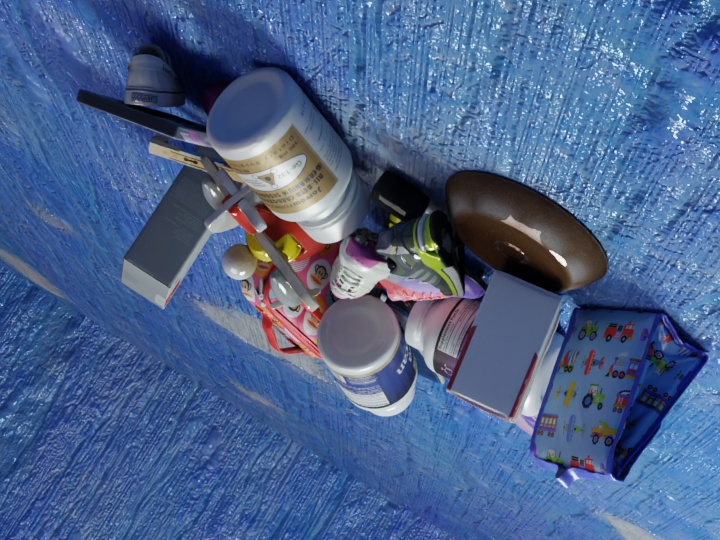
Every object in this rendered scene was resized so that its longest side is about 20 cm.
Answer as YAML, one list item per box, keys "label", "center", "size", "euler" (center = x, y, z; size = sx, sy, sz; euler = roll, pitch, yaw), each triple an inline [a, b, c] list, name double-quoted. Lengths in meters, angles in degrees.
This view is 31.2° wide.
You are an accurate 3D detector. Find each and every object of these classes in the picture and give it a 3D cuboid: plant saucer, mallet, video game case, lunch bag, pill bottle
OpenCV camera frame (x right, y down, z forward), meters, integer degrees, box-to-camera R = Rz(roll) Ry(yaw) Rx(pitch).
- label: "plant saucer"
  center: [0.170, -0.032, 1.392]
  size: [0.199, 0.037, 0.201]
  euler: [30, 164, 9]
- label: "mallet"
  center: [0.050, -0.060, 1.539]
  size: [0.065, 0.041, 0.200]
  euler: [32, 168, 12]
- label: "video game case"
  center: [-0.224, -0.173, 1.530]
  size: [0.142, 0.019, 0.200]
  euler: [22, -174, 22]
- label: "lunch bag"
  center: [0.269, 0.150, 1.441]
  size: [0.094, 0.201, 0.150]
  euler: [39, 163, -24]
- label: "pill bottle"
  center: [0.016, 0.123, 1.738]
  size: [0.110, 0.112, 0.200]
  euler: [24, 161, 24]
- label: "pill bottle"
  center: [-0.073, -0.121, 1.438]
  size: [0.114, 0.115, 0.200]
  euler: [17, 158, 42]
- label: "pill bottle"
  center: [0.159, 0.100, 1.656]
  size: [0.198, 0.113, 0.113]
  euler: [24, 162, 26]
- label: "lunch bag"
  center: [-0.072, 0.031, 1.767]
  size: [0.081, 0.177, 0.200]
  euler: [17, 159, 46]

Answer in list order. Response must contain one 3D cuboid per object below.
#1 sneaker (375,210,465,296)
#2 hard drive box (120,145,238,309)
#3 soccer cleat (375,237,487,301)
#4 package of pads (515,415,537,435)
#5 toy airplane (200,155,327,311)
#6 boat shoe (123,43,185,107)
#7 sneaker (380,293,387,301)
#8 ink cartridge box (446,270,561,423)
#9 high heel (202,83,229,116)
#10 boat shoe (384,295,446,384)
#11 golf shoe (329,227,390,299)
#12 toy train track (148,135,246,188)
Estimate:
- label: "sneaker"
  center: [0.073, -0.018, 1.476]
  size: [0.080, 0.075, 0.200]
  euler: [-3, 161, 16]
- label: "hard drive box"
  center: [-0.246, -0.062, 1.774]
  size: [0.076, 0.201, 0.156]
  euler: [32, 165, -4]
- label: "soccer cleat"
  center: [0.075, 0.014, 1.632]
  size: [0.199, 0.074, 0.068]
  euler: [18, 159, 42]
- label: "package of pads"
  center: [0.281, 0.190, 1.763]
  size: [0.120, 0.076, 0.199]
  euler: [39, 163, -33]
- label: "toy airplane"
  center: [-0.128, -0.044, 1.585]
  size: [0.198, 0.141, 0.201]
  euler: [36, -158, -17]
- label: "boat shoe"
  center: [-0.244, -0.231, 1.521]
  size: [0.070, 0.071, 0.200]
  euler: [5, -172, -2]
- label: "sneaker"
  center: [0.011, 0.100, 1.952]
  size: [0.077, 0.100, 0.200]
  euler: [22, 161, 31]
- label: "ink cartridge box"
  center: [0.167, 0.092, 1.476]
  size: [0.082, 0.148, 0.200]
  euler: [23, 176, 10]
- label: "high heel"
  center: [-0.107, -0.154, 1.540]
  size: [0.200, 0.067, 0.096]
  euler: [45, -179, -39]
- label: "boat shoe"
  center: [0.090, 0.091, 1.831]
  size: [0.072, 0.073, 0.201]
  euler: [20, 157, 32]
- label: "golf shoe"
  center: [0.000, 0.000, 1.551]
  size: [0.075, 0.092, 0.200]
  euler: [36, -176, 4]
- label: "toy train track"
  center: [-0.177, -0.142, 1.680]
  size: [0.197, 0.033, 0.115]
  euler: [17, 146, -2]
